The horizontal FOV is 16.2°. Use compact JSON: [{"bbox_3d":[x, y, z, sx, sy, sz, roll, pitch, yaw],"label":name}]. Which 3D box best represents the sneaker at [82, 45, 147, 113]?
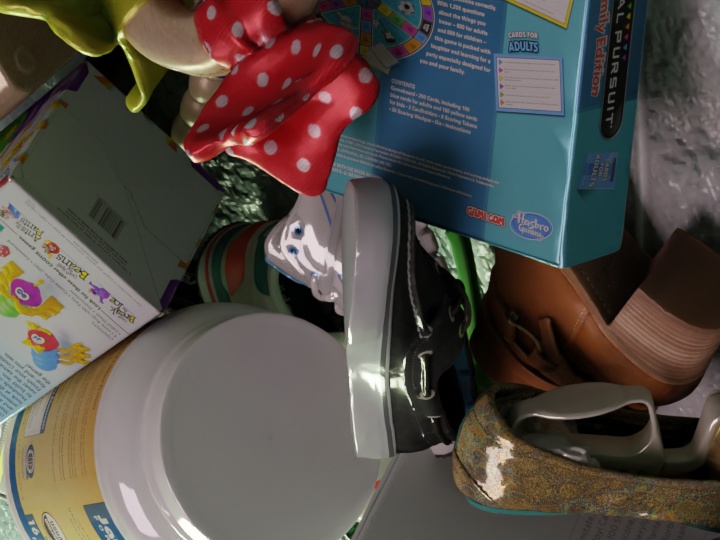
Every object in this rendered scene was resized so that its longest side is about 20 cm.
[{"bbox_3d":[-0.138,-0.063,1.428,0.082,0.072,0.200,28,150,-11],"label":"sneaker"}]

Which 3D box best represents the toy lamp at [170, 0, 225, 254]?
[{"bbox_3d":[-0.084,-0.083,1.321,0.058,0.058,0.200,40,139,12],"label":"toy lamp"}]

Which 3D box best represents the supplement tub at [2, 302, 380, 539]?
[{"bbox_3d":[-0.088,0.095,1.310,0.145,0.145,0.200,54,153,-10],"label":"supplement tub"}]

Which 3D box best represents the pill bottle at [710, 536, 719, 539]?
[{"bbox_3d":[0.226,0.152,1.107,0.199,0.113,0.113,-22,109,25],"label":"pill bottle"}]

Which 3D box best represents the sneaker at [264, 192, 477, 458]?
[{"bbox_3d":[0.000,0.000,1.245,0.075,0.086,0.201,147,105,-86],"label":"sneaker"}]

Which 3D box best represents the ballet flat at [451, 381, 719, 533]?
[{"bbox_3d":[0.143,0.084,1.173,0.199,0.071,0.071,5,140,-3],"label":"ballet flat"}]

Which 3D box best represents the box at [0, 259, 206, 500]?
[{"bbox_3d":[-0.198,0.048,1.466,0.192,0.048,0.201,19,129,-3],"label":"box"}]

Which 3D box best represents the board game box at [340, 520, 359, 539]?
[{"bbox_3d":[-0.019,0.176,1.517,0.105,0.023,0.200,46,159,0],"label":"board game box"}]

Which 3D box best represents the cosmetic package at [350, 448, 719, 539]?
[{"bbox_3d":[0.085,0.196,1.284,0.199,0.167,0.168,22,142,8],"label":"cosmetic package"}]

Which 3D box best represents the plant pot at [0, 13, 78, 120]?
[{"bbox_3d":[-0.226,-0.160,1.315,0.176,0.200,0.200,-13,115,40],"label":"plant pot"}]

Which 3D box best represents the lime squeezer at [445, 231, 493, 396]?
[{"bbox_3d":[0.092,0.066,1.316,0.071,0.038,0.200,-37,94,25],"label":"lime squeezer"}]

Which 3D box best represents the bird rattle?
[{"bbox_3d":[-0.067,-0.132,1.103,0.200,0.112,0.164,23,99,50],"label":"bird rattle"}]

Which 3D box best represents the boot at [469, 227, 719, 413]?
[{"bbox_3d":[0.079,-0.004,1.217,0.200,0.074,0.155,46,151,8],"label":"boot"}]

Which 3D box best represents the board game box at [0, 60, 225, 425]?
[{"bbox_3d":[-0.182,0.000,1.321,0.105,0.103,0.200,43,130,-17],"label":"board game box"}]

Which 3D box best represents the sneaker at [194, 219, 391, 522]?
[{"bbox_3d":[-0.011,0.058,1.380,0.200,0.070,0.093,59,151,-11],"label":"sneaker"}]

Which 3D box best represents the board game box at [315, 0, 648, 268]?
[{"bbox_3d":[0.050,-0.119,1.087,0.150,0.047,0.201,19,113,37],"label":"board game box"}]

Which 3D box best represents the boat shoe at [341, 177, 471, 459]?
[{"bbox_3d":[0.021,0.021,1.133,0.056,0.069,0.200,-3,150,0],"label":"boat shoe"}]
